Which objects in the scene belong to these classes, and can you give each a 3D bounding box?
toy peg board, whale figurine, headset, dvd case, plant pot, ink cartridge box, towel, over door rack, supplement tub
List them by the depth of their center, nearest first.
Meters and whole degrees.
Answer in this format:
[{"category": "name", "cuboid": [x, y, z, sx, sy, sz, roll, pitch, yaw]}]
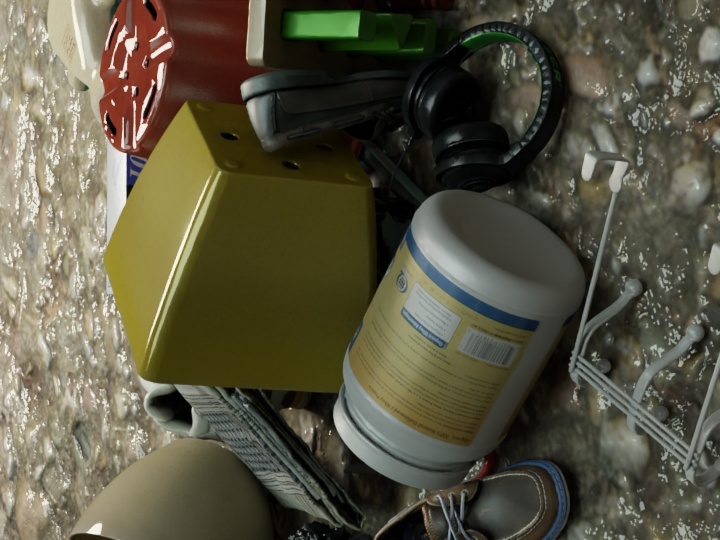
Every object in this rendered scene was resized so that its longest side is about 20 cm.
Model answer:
[{"category": "over door rack", "cuboid": [0.216, 0.029, 1.129, 0.148, 0.066, 0.202, 41, 141, 45]}, {"category": "supplement tub", "cuboid": [0.072, 0.055, 1.263, 0.145, 0.144, 0.201, 51, 125, 40]}, {"category": "headset", "cuboid": [0.084, -0.110, 1.321, 0.200, 0.094, 0.124, -39, 59, 20]}, {"category": "toy peg board", "cuboid": [0.010, -0.258, 1.335, 0.097, 0.199, 0.201, 5, 93, 34]}, {"category": "plant pot", "cuboid": [-0.089, -0.030, 1.356, 0.200, 0.198, 0.178, -119, 40, -54]}, {"category": "towel", "cuboid": [-0.093, 0.154, 1.447, 0.193, 0.035, 0.200, 52, 162, -13]}, {"category": "dvd case", "cuboid": [0.000, 0.000, 1.464, 0.146, 0.022, 0.201, 48, 124, 42]}, {"category": "plant pot", "cuboid": [-0.121, -0.168, 1.469, 0.200, 0.194, 0.203, -13, 74, 57]}, {"category": "plant pot", "cuboid": [-0.161, 0.242, 1.559, 0.200, 0.200, 0.135, -11, 46, 52]}, {"category": "ink cartridge box", "cuboid": [-0.214, -0.075, 1.688, 0.044, 0.093, 0.202, -2, 87, 52]}, {"category": "whale figurine", "cuboid": [-0.269, -0.252, 1.753, 0.160, 0.103, 0.201, -60, 43, 43]}]

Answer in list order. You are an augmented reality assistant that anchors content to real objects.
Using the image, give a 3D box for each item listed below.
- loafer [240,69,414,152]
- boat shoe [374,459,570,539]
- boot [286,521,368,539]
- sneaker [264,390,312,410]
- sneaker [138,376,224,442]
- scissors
[{"category": "loafer", "cuboid": [-0.014, -0.129, 1.343, 0.072, 0.199, 0.064, -16, 82, 49]}, {"category": "boat shoe", "cuboid": [0.086, 0.207, 1.303, 0.200, 0.072, 0.073, -36, 61, 46]}, {"category": "boot", "cuboid": [-0.027, 0.335, 1.447, 0.162, 0.073, 0.200, 31, 106, 46]}, {"category": "sneaker", "cuboid": [-0.127, 0.070, 1.572, 0.200, 0.089, 0.076, 34, 115, 47]}, {"category": "sneaker", "cuboid": [-0.183, 0.119, 1.636, 0.199, 0.099, 0.079, 21, 105, 51]}, {"category": "scissors", "cuboid": [0.047, 0.172, 1.402, 0.200, 0.014, 0.074, -35, 64, 45]}]
